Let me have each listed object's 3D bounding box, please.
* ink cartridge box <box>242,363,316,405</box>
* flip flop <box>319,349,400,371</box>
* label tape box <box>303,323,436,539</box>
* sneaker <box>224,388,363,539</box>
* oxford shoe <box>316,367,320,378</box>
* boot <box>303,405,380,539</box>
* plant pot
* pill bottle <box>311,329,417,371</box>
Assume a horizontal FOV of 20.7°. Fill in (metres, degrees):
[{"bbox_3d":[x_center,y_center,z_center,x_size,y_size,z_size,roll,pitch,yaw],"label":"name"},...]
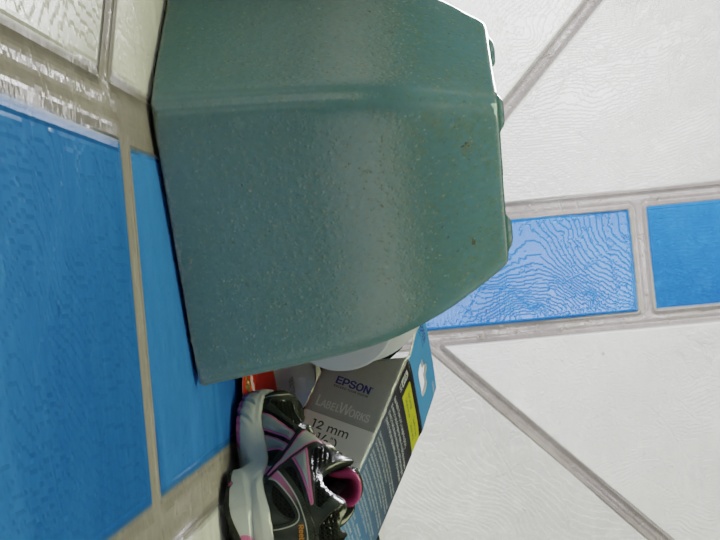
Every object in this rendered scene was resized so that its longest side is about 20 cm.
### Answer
[{"bbox_3d":[-0.061,0.058,1.510,0.163,0.057,0.201,82,-1,-49],"label":"ink cartridge box"},{"bbox_3d":[-0.006,0.061,1.592,0.058,0.081,0.200,47,2,4],"label":"flip flop"},{"bbox_3d":[-0.007,0.139,1.511,0.144,0.066,0.201,78,32,-63],"label":"label tape box"},{"bbox_3d":[-0.040,0.143,1.331,0.200,0.085,0.081,-89,176,-66],"label":"sneaker"},{"bbox_3d":[-0.032,0.097,1.754,0.071,0.073,0.202,-32,117,-87],"label":"oxford shoe"},{"bbox_3d":[-0.024,0.208,1.673,0.168,0.076,0.202,27,61,-85],"label":"boot"},{"bbox_3d":[-0.011,-0.072,1.213,0.197,0.198,0.197,-92,175,-58],"label":"plant pot"},{"bbox_3d":[0.000,0.000,1.429,0.200,0.111,0.113,-61,147,-70],"label":"pill bottle"}]
